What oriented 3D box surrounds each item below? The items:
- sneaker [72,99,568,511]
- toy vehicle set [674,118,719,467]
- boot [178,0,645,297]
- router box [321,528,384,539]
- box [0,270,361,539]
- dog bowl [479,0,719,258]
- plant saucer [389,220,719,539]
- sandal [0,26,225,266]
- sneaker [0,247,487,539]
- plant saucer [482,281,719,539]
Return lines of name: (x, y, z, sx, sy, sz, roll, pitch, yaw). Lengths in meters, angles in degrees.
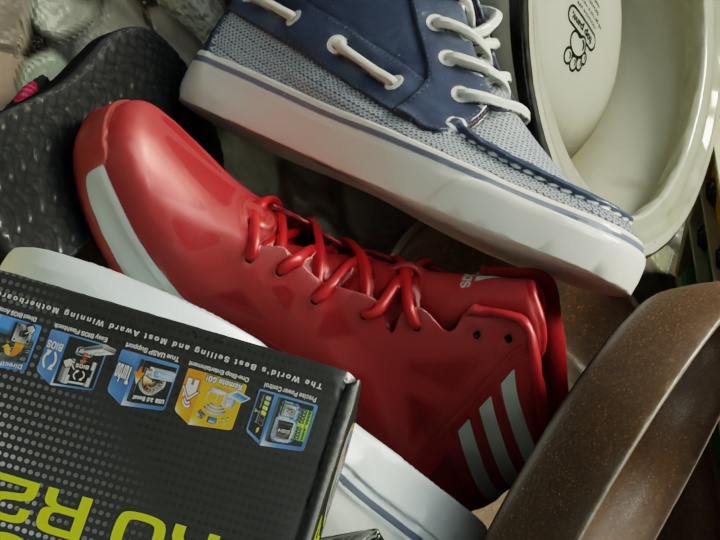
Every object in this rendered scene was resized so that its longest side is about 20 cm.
sneaker: (0.000, 0.000, 0.914, 0.200, 0.115, 0.078, 48, 32, -22)
toy vehicle set: (0.167, 0.050, 1.127, 0.026, 0.124, 0.200, -2, 57, -3)
boot: (0.029, -0.066, 0.939, 0.200, 0.090, 0.073, 26, -3, 29)
router box: (-0.038, 0.193, 0.786, 0.200, 0.051, 0.149, -34, 97, -30)
box: (-0.116, 0.079, 0.740, 0.200, 0.044, 0.161, 16, 63, 5)
dog bowl: (0.078, -0.104, 1.061, 0.200, 0.074, 0.201, -3, 94, -61)
plant saucer: (0.069, 0.070, 1.070, 0.200, 0.037, 0.201, 28, 45, -32)
sandal: (-0.104, -0.039, 0.943, 0.075, 0.045, 0.200, 68, 24, -5)
sneaker: (-0.044, 0.067, 0.859, 0.200, 0.073, 0.071, 36, 71, -20)
plant saucer: (0.079, 0.085, 0.919, 0.034, 0.201, 0.200, 29, 36, 14)
